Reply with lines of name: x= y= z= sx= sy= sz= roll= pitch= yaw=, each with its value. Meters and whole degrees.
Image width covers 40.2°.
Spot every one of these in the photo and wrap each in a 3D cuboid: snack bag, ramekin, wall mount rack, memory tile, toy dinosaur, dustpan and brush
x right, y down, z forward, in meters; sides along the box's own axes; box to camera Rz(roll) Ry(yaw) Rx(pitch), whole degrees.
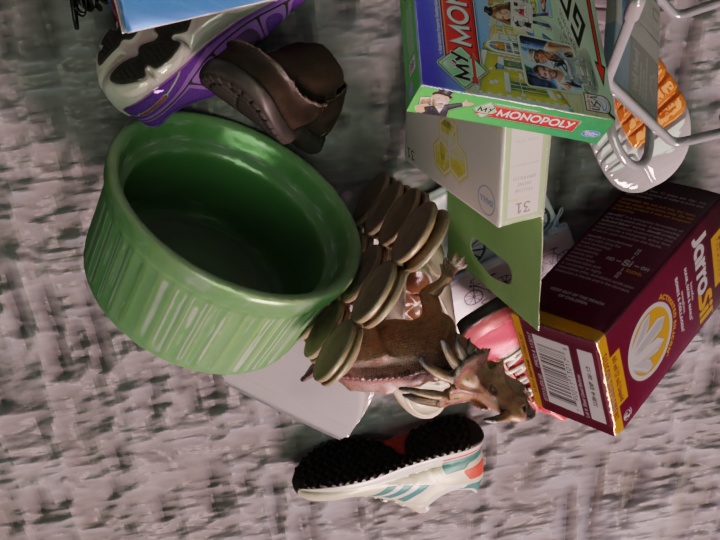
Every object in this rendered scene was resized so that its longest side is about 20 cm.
snack bag: x=0.104 y=-0.002 z=0.892 sx=0.188 sy=0.021 sz=0.201 roll=-26 pitch=125 yaw=8
ramekin: x=-0.108 y=-0.018 z=0.736 sx=0.199 sy=0.201 sz=0.098 roll=18 pitch=127 yaw=-22
wall mount rack: x=0.201 y=-0.179 z=0.673 sx=0.074 sy=0.201 sz=0.173 roll=-11 pitch=152 yaw=40
memory tile: x=0.000 y=0.000 z=0.752 sx=0.017 sy=0.200 sz=0.154 roll=32 pitch=95 yaw=-16
toy dinosaur: x=0.030 y=0.070 z=0.777 sx=0.199 sy=0.136 sz=0.086 roll=-11 pitch=124 yaw=15
dustpan and brush: x=-0.027 y=0.056 z=0.880 sx=0.139 sy=0.057 sz=0.200 roll=27 pitch=134 yaw=-8

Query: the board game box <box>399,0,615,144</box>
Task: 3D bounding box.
board game box: x=0.092 y=-0.183 z=0.660 sx=0.134 sy=0.201 sz=0.029 roll=7 pitch=150 yaw=-16

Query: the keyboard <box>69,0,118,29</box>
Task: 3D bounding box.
keyboard: x=-0.171 y=-0.246 z=0.671 sx=0.104 sy=0.040 sz=0.201 roll=-27 pitch=128 yaw=-21

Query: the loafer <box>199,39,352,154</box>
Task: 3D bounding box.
loafer: x=-0.053 y=-0.134 z=0.690 sx=0.073 sy=0.200 sz=0.072 roll=36 pitch=96 yaw=5

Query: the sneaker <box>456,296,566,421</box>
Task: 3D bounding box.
sneaker: x=0.156 y=0.081 z=0.880 sx=0.074 sy=0.087 sz=0.200 roll=-33 pitch=147 yaw=16

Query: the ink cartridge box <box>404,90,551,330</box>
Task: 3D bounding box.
ink cartridge box: x=0.086 y=-0.066 z=0.755 sx=0.048 sy=0.146 sz=0.201 roll=-13 pitch=121 yaw=-22

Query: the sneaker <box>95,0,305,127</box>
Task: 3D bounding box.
sneaker: x=-0.096 y=-0.179 z=0.702 sx=0.199 sy=0.081 sz=0.083 roll=-35 pitch=154 yaw=0

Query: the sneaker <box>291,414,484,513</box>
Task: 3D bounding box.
sneaker: x=0.033 y=0.216 z=0.997 sx=0.198 sy=0.070 sz=0.094 roll=-14 pitch=120 yaw=-5

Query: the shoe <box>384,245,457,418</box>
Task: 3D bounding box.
shoe: x=0.053 y=0.061 z=0.880 sx=0.069 sy=0.054 sz=0.201 roll=-8 pitch=123 yaw=-2

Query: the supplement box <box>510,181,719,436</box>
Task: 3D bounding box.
supplement box: x=0.227 y=0.025 z=0.834 sx=0.200 sy=0.085 sz=0.111 roll=-43 pitch=131 yaw=-27

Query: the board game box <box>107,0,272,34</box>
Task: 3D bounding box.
board game box: x=-0.066 y=-0.218 z=0.580 sx=0.199 sy=0.196 sz=0.056 roll=-17 pitch=127 yaw=-14

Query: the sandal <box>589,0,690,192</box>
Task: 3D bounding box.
sandal: x=0.196 y=-0.164 z=0.779 sx=0.079 sy=0.059 sz=0.208 roll=-26 pitch=104 yaw=13
